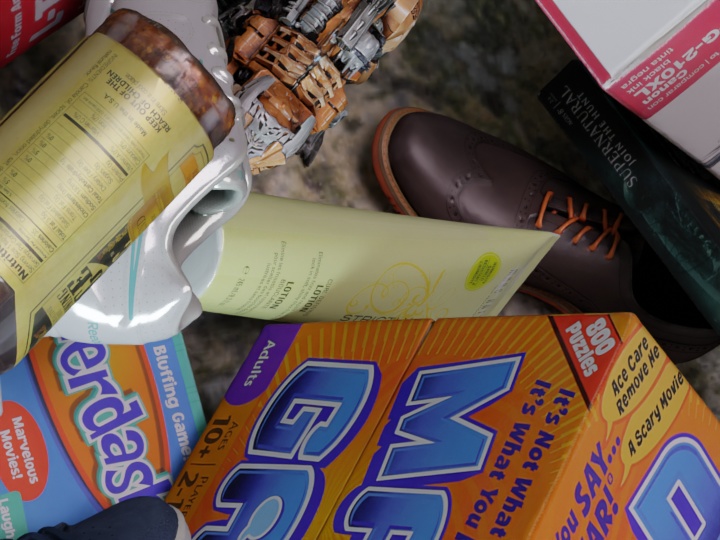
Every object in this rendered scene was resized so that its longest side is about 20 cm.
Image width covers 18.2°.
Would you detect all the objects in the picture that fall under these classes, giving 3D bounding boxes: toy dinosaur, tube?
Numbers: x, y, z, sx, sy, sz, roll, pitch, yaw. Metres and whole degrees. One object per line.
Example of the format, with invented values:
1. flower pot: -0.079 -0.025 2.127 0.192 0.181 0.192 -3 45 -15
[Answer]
1. toy dinosaur: -0.013 -0.107 0.966 0.200 0.136 0.102 -33 96 -34
2. tube: 0.000 0.000 0.965 0.200 0.058 0.052 9 80 -44

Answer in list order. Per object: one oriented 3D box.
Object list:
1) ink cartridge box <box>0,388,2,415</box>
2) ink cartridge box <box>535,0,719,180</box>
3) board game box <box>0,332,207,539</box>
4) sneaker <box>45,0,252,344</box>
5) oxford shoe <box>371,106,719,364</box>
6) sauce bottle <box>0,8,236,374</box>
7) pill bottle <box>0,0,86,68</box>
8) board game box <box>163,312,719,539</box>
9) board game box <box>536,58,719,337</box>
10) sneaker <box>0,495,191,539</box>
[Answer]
1. ink cartridge box: -0.224 -0.022 0.765 0.200 0.043 0.197 -15 112 -34
2. ink cartridge box: 0.140 -0.127 1.019 0.145 0.084 0.200 57 15 28
3. board game box: -0.161 0.052 0.883 0.200 0.045 0.153 -14 86 -35
4. sneaker: -0.074 -0.059 0.866 0.080 0.070 0.201 9 68 13
5. oxford shoe: 0.095 -0.021 1.052 0.200 0.072 0.071 31 63 -23
6. sauce bottle: -0.129 -0.003 0.777 0.200 0.066 0.066 -47 105 -12
7. pill bottle: -0.177 -0.122 0.877 0.200 0.112 0.112 -41 101 -33
8. board game box: 0.041 0.157 0.868 0.200 0.199 0.200 49 57 -32
9. board game box: 0.173 -0.004 1.038 0.135 0.028 0.200 21 31 -54
10. sneaker: -0.149 0.118 0.802 0.200 0.075 0.085 -32 111 -33
